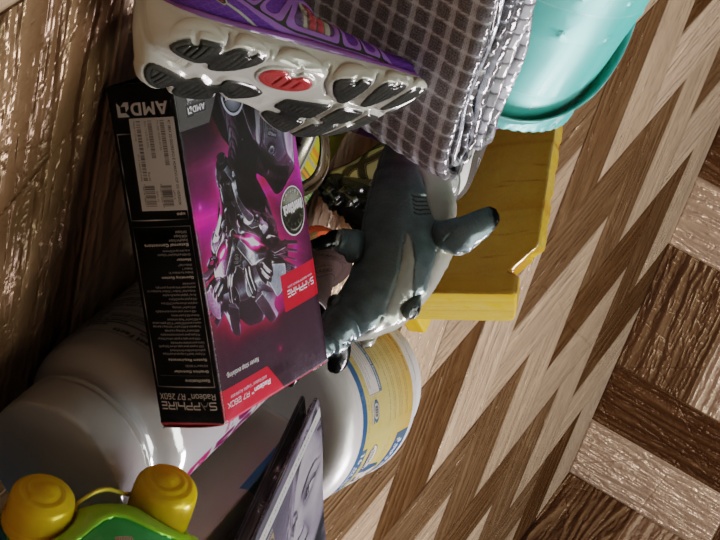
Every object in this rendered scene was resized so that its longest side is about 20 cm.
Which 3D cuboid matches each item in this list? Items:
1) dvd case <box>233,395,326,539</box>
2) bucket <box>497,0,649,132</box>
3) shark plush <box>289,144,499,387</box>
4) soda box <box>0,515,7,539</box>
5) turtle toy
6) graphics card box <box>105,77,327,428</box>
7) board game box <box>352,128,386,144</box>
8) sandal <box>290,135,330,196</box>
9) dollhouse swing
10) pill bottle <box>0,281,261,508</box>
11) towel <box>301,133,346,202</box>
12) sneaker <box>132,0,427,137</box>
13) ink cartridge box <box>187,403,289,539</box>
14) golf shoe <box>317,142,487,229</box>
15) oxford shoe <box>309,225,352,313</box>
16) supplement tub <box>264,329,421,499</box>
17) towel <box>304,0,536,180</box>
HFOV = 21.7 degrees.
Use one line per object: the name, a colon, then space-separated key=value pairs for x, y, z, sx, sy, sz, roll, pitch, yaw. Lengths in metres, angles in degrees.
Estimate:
dvd case: x=-0.056 y=0.200 z=1.272 sx=0.201 sy=0.016 sz=0.149 roll=88 pitch=22 yaw=-50
bucket: x=0.095 y=-0.197 z=1.268 sx=0.207 sy=0.207 sz=0.135 roll=-38 pitch=158 yaw=-56
shark plush: x=0.000 y=0.000 z=1.240 sx=0.200 sy=0.083 sz=0.091 roll=-50 pitch=-166 yaw=-18
soda box: x=-0.235 y=0.185 z=1.126 sx=0.068 sy=0.064 sz=0.200 roll=-56 pitch=164 yaw=-18
turtle toy: x=-0.127 y=0.192 z=1.059 sx=0.199 sy=0.101 sz=0.146 roll=-1 pitch=127 yaw=-31
graphics card box: x=-0.080 y=-0.022 z=1.094 sx=0.125 sy=0.051 sz=0.201 roll=-27 pitch=112 yaw=-58
board game box: x=0.047 y=-0.126 z=1.316 sx=0.200 sy=0.120 sz=0.032 roll=-22 pitch=123 yaw=-52
sandal: x=-0.053 y=-0.075 z=1.211 sx=0.057 sy=0.080 sz=0.201 roll=-24 pitch=160 yaw=-21
dollhouse swing: x=0.101 y=-0.048 z=1.524 sx=0.176 sy=0.181 sz=0.201 roll=38 pitch=58 yaw=-56
pill bottle: x=-0.131 y=0.073 z=1.168 sx=0.200 sy=0.113 sz=0.114 roll=-43 pitch=157 yaw=-49
towel: x=-0.024 y=-0.109 z=1.385 sx=0.201 sy=0.018 sz=0.086 roll=-60 pitch=170 yaw=-5
sneaker: x=-0.039 y=-0.131 z=1.035 sx=0.199 sy=0.080 sz=0.084 roll=16 pitch=61 yaw=-45
ink cartridge box: x=-0.138 y=0.177 z=1.317 sx=0.129 sy=0.125 sz=0.201 roll=-48 pitch=160 yaw=-39
golf shoe: x=0.037 y=-0.069 z=1.397 sx=0.095 sy=0.078 sz=0.200 roll=-46 pitch=-164 yaw=-19
oxford shoe: x=-0.051 y=0.016 z=1.375 sx=0.071 sy=0.073 sz=0.200 roll=-41 pitch=168 yaw=23
supplement tub: x=-0.039 y=0.101 z=1.468 sx=0.145 sy=0.144 sz=0.200 roll=-64 pitch=165 yaw=14
towel: x=0.020 y=-0.169 z=1.125 sx=0.086 sy=0.165 sz=0.201 roll=-42 pitch=157 yaw=-36
